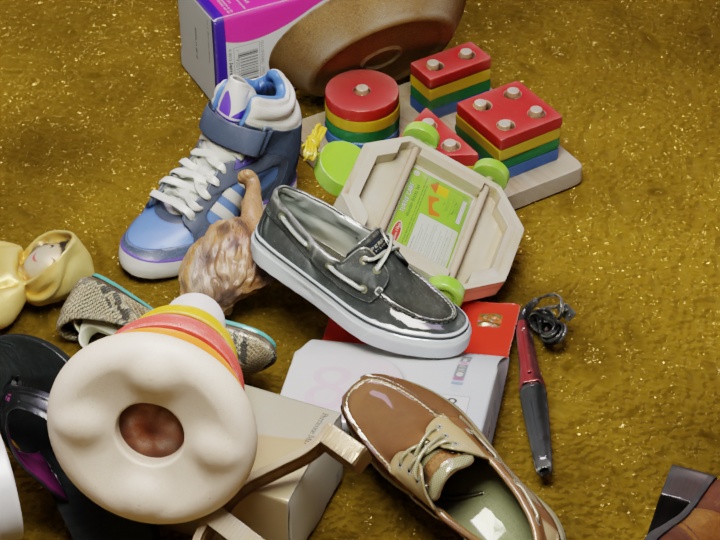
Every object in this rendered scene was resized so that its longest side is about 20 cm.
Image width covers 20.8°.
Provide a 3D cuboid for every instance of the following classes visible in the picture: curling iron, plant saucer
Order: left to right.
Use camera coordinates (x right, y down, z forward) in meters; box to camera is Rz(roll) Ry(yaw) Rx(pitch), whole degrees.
[{"bbox_3d":[0.013,-0.209,1.808,0.199,0.200,0.036,-17,74,-19],"label":"plant saucer"},{"bbox_3d":[0.141,0.085,1.533,0.049,0.026,0.201,-32,28,28],"label":"curling iron"}]

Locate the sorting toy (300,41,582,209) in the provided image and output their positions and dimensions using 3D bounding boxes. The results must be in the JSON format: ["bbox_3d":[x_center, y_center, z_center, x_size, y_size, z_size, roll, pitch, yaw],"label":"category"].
[{"bbox_3d":[0.066,-0.126,1.772,0.198,0.070,0.200,-21,44,-24],"label":"sorting toy"}]

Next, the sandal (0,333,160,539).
[{"bbox_3d":[-0.210,0.128,1.388,0.201,0.075,0.048,55,15,10],"label":"sandal"}]

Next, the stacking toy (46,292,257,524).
[{"bbox_3d":[-0.129,0.071,1.389,0.145,0.147,0.200,5,27,7],"label":"stacking toy"}]

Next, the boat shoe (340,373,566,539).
[{"bbox_3d":[0.066,0.142,1.393,0.200,0.074,0.076,39,86,21],"label":"boat shoe"}]

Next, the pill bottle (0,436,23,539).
[{"bbox_3d":[-0.342,0.174,1.366,0.199,0.112,0.111,-14,41,-17],"label":"pill bottle"}]

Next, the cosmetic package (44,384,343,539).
[{"bbox_3d":[-0.121,0.134,1.446,0.199,0.071,0.105,14,42,17],"label":"cosmetic package"}]

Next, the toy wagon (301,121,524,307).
[{"bbox_3d":[0.039,-0.056,1.627,0.199,0.040,0.156,28,49,-4],"label":"toy wagon"}]

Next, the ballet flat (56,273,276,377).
[{"bbox_3d":[-0.160,0.063,1.554,0.199,0.068,0.076,18,64,29],"label":"ballet flat"}]

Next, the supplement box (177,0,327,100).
[{"bbox_3d":[-0.068,-0.245,1.893,0.199,0.102,0.103,-17,40,-21],"label":"supplement box"}]

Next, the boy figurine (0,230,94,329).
[{"bbox_3d":[-0.320,0.010,1.610,0.198,0.065,0.125,-5,36,-1],"label":"boy figurine"}]

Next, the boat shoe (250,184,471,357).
[{"bbox_3d":[0.000,0.000,1.530,0.199,0.071,0.072,27,38,16],"label":"boat shoe"}]

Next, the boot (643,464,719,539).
[{"bbox_3d":[0.285,0.234,1.352,0.199,0.069,0.188,20,35,12],"label":"boot"}]

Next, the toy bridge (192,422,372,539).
[{"bbox_3d":[-0.078,0.187,1.342,0.067,0.027,0.200,33,79,25],"label":"toy bridge"}]

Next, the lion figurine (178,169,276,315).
[{"bbox_3d":[-0.051,-0.014,1.626,0.198,0.073,0.123,2,54,-3],"label":"lion figurine"}]

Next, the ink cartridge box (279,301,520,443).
[{"bbox_3d":[0.033,0.070,1.538,0.161,0.057,0.201,4,44,13],"label":"ink cartridge box"}]

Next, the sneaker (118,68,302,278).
[{"bbox_3d":[-0.131,-0.096,1.672,0.080,0.147,0.200,31,48,33],"label":"sneaker"}]
